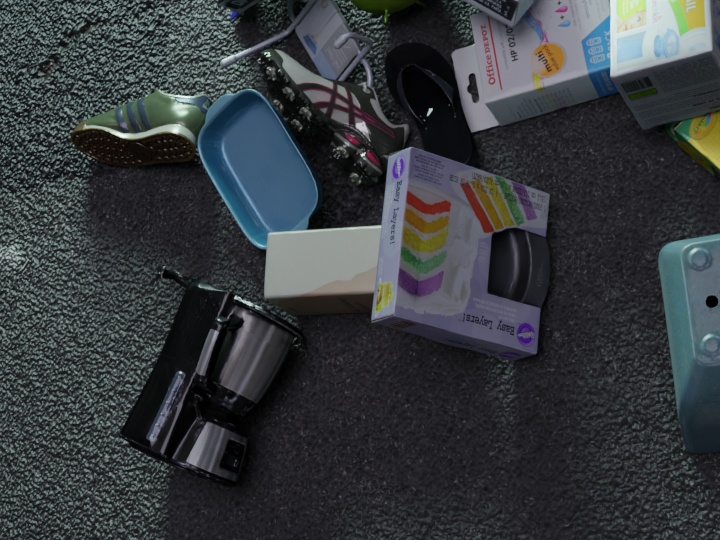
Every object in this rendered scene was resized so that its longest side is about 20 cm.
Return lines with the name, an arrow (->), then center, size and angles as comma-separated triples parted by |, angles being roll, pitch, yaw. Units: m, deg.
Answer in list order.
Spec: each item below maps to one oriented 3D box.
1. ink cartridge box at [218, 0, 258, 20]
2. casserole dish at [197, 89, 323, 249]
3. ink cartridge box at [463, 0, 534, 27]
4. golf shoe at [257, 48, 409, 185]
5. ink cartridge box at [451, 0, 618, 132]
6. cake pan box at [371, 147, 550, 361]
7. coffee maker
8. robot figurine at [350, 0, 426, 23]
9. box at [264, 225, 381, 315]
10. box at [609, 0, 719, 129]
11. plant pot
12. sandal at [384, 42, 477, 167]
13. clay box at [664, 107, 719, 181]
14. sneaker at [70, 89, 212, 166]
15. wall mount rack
ink cartridge box -> -0.121, -0.419, 1.635 | 0.200, 0.043, 0.200 | 175, 109, -68
casserole dish -> -0.114, -0.119, 1.596 | 0.121, 0.039, 0.201 | -39, 74, 26
ink cartridge box -> 0.130, -0.378, 1.513 | 0.197, 0.044, 0.200 | 30, 47, 9
golf shoe -> -0.034, -0.191, 1.565 | 0.200, 0.077, 0.088 | 44, 72, -8
ink cartridge box -> 0.194, -0.240, 1.517 | 0.198, 0.068, 0.116 | -15, 68, 17
cake pan box -> 0.111, -0.014, 1.424 | 0.052, 0.198, 0.186 | -15, 63, 57
coffee maker -> -0.183, 0.124, 1.535 | 0.191, 0.134, 0.202 | 16, 78, 49
robot figurine -> 0.016, -0.394, 1.590 | 0.115, 0.175, 0.202 | -17, 98, 50
box -> 0.000, 0.000, 1.506 | 0.198, 0.095, 0.079 | -4, 74, 22
box -> 0.331, -0.270, 1.425 | 0.111, 0.101, 0.202 | -12, 57, 28
plant pot -> 0.379, 0.051, 1.277 | 0.194, 0.200, 0.198 | -10, 71, 19
sandal -> 0.081, -0.194, 1.549 | 0.076, 0.043, 0.201 | -34, 55, 13
clay box -> 0.419, -0.135, 1.405 | 0.115, 0.048, 0.200 | -45, 64, 3
sneaker -> -0.267, -0.184, 1.695 | 0.198, 0.067, 0.090 | 3, 51, 34
wall mount rack -> -0.075, -0.262, 1.633 | 0.174, 0.074, 0.201 | -46, 59, 30
